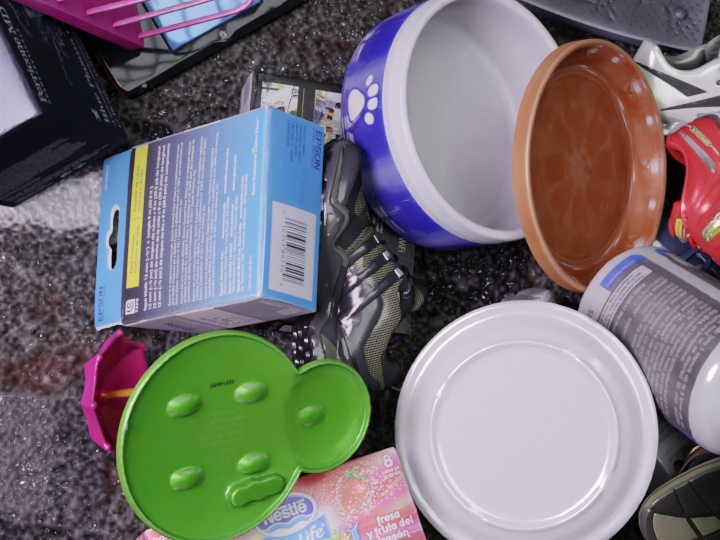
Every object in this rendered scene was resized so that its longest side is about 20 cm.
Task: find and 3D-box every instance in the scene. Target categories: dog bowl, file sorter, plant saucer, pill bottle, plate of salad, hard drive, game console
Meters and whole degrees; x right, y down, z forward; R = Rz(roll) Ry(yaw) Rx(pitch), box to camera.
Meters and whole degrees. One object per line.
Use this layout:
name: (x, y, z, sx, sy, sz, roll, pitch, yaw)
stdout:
dog bowl: (0.082, -0.118, 1.292, 0.199, 0.079, 0.202, 7, 79, -39)
file sorter: (-0.170, -0.263, 1.197, 0.125, 0.200, 0.140, -13, 83, 16)
plant saucer: (0.180, -0.082, 1.293, 0.200, 0.032, 0.202, 0, 90, -48)
pill bottle: (0.265, 0.069, 1.227, 0.113, 0.200, 0.115, -16, 122, -27)
plate of salad: (0.125, 0.123, 1.231, 0.198, 0.048, 0.202, 0, 91, 10)
hard drive: (0.210, -0.268, 1.413, 0.199, 0.042, 0.136, 15, 75, -9)
game console: (-0.156, -0.260, 1.335, 0.199, 0.031, 0.177, -32, 86, -16)

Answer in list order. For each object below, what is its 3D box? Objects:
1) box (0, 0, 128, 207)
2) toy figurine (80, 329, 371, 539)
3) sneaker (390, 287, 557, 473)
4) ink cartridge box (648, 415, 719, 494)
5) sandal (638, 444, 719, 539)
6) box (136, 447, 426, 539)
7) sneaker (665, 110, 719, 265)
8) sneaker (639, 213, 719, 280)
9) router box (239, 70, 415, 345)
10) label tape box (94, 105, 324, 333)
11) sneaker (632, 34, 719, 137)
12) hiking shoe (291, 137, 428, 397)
box: (-0.284, -0.163, 1.183, 0.117, 0.200, 0.198, -27, 85, 9)
toy figurine: (-0.122, 0.095, 1.194, 0.199, 0.184, 0.151, -10, 106, -30)
sneaker: (0.102, 0.102, 1.305, 0.082, 0.075, 0.200, 40, 79, -17)
ink cartridge box: (0.310, 0.173, 1.329, 0.116, 0.067, 0.200, -38, 88, -17)
sandal: (0.287, 0.162, 1.264, 0.200, 0.057, 0.080, -26, 116, -32)
box: (-0.059, 0.211, 1.221, 0.199, 0.103, 0.095, -17, 82, -14)
sneaker: (0.296, -0.032, 1.320, 0.084, 0.077, 0.201, -17, 65, 19)
sneaker: (0.308, 0.026, 1.352, 0.070, 0.082, 0.200, -42, 89, -17)
router box: (-0.029, -0.049, 1.307, 0.148, 0.051, 0.202, 8, 77, -13)
label tape box: (-0.119, -0.030, 1.236, 0.066, 0.199, 0.144, 14, 72, -42)
sneaker: (0.321, -0.152, 1.382, 0.198, 0.074, 0.089, 8, 112, -12)
hiking shoe: (0.000, 0.000, 1.247, 0.100, 0.076, 0.202, 1, 92, -23)
